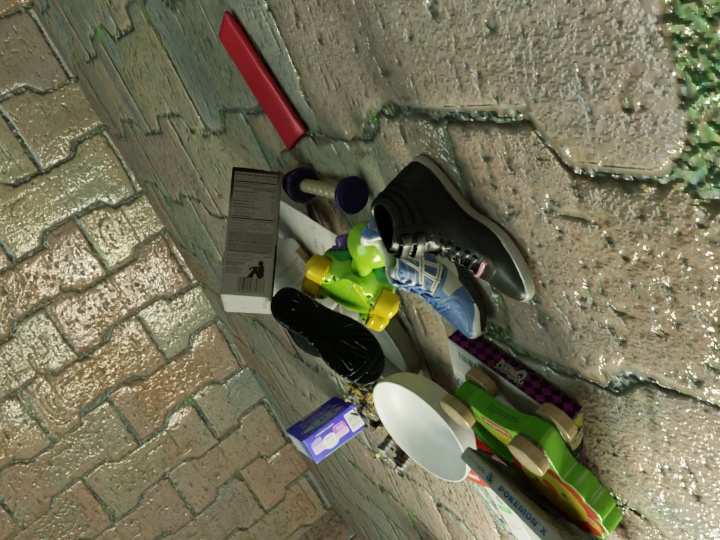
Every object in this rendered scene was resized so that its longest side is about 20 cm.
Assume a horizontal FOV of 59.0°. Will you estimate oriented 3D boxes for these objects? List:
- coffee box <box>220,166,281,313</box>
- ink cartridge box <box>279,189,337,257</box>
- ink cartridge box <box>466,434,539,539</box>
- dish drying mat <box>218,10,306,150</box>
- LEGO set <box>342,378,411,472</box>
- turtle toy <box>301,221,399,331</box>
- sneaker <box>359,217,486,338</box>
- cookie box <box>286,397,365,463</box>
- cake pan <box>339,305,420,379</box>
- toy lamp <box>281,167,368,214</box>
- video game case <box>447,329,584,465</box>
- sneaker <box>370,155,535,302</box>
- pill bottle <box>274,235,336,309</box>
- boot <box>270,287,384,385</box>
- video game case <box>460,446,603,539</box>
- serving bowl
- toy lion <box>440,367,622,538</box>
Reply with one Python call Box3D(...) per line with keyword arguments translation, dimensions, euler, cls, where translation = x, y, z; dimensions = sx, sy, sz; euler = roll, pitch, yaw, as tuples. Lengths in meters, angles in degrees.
Box3D(translation=(-0.169, -0.044, 0.994), dimensions=(0.113, 0.079, 0.203), euler=(118, 155, -72), cls="coffee box")
Box3D(translation=(-0.091, -0.065, 1.133), dimensions=(0.198, 0.057, 0.164), euler=(28, 149, 26), cls="ink cartridge box")
Box3D(translation=(0.216, 0.336, 1.022), dimensions=(0.201, 0.050, 0.109), euler=(58, 161, -7), cls="ink cartridge box")
Box3D(translation=(-0.146, -0.278, 0.941), dimensions=(0.201, 0.018, 0.077), euler=(58, 160, -4), cls="dish drying mat")
Box3D(translation=(0.036, 0.298, 1.235), dimensions=(0.200, 0.116, 0.153), euler=(48, 161, -19), cls="LEGO set")
Box3D(translation=(0.000, 0.000, 0.912), dimensions=(0.144, 0.102, 0.200), euler=(27, 159, 1), cls="turtle toy")
Box3D(translation=(0.077, 0.007, 0.786), dimensions=(0.201, 0.077, 0.076), euler=(51, 159, 7), cls="sneaker")
Box3D(translation=(-0.093, 0.423, 1.711), dimensions=(0.076, 0.170, 0.200), euler=(60, 161, -5), cls="cookie box")
Box3D(translation=(0.036, 0.123, 1.124), dimensions=(0.200, 0.037, 0.201), euler=(46, 158, 25), cls="cake pan")
Box3D(translation=(-0.061, -0.120, 0.936), dimensions=(0.199, 0.058, 0.059), euler=(22, 143, 59), cls="toy lamp")
Box3D(translation=(0.204, 0.188, 0.837), dimensions=(0.199, 0.036, 0.183), euler=(35, 152, 45), cls="video game case")
Box3D(translation=(0.089, -0.024, 0.675), dimensions=(0.200, 0.099, 0.071), euler=(49, 158, 15), cls="sneaker")
Box3D(translation=(-0.136, 0.007, 1.120), dimensions=(0.201, 0.114, 0.114), euler=(50, 161, -9), cls="pill bottle")
Box3D(translation=(-0.044, 0.107, 0.980), dimensions=(0.199, 0.077, 0.168), euler=(33, 170, 12), cls="boot")
Box3D(translation=(0.241, 0.311, 0.815), dimensions=(0.199, 0.022, 0.182), euler=(33, -177, -38), cls="video game case")
Box3D(translation=(0.112, 0.240, 1.030), dimensions=(0.199, 0.066, 0.202), euler=(36, 148, 27), cls="serving bowl")
Box3D(translation=(0.208, 0.225, 0.756), dimensions=(0.193, 0.069, 0.199), euler=(56, 162, -27), cls="toy lion")
